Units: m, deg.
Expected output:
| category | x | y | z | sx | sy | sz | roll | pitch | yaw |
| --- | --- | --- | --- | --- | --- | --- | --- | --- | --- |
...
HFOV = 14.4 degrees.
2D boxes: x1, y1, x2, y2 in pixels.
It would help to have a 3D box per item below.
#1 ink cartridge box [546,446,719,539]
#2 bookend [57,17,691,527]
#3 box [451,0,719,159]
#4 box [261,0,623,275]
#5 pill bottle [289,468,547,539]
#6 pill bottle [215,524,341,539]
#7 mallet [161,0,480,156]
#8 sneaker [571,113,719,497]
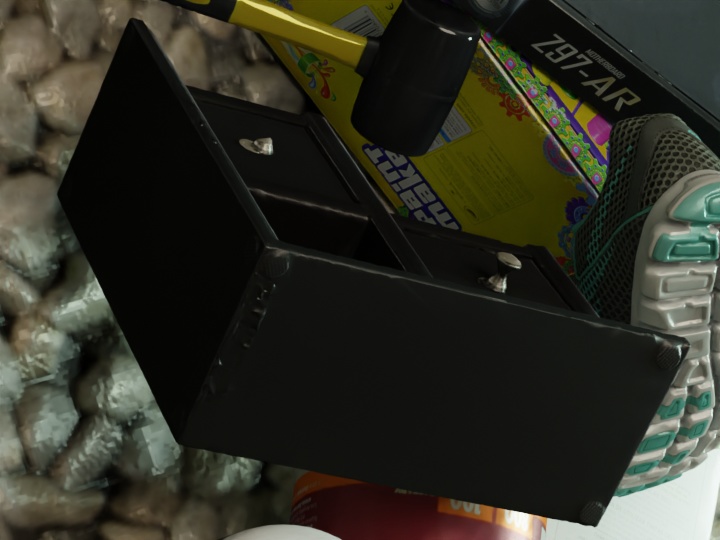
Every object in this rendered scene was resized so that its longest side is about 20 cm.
| category | x | y | z | sx | sy | sz | roll | pitch | yaw |
| --- | --- | --- | --- | --- | --- | --- | --- | --- | --- |
| ink cartridge box | 0.114 | 0.092 | 1.343 | 0.104 | 0.059 | 0.201 | 29 | 60 | -27 |
| bookend | 0.000 | 0.000 | 1.184 | 0.199 | 0.092 | 0.199 | 14 | 24 | -27 |
| box | 0.127 | -0.169 | 1.290 | 0.160 | 0.043 | 0.201 | 35 | 56 | -24 |
| box | 0.081 | -0.126 | 1.346 | 0.200 | 0.122 | 0.193 | 52 | 52 | -11 |
| pill bottle | 0.018 | 0.179 | 1.206 | 0.114 | 0.114 | 0.201 | 20 | 64 | -31 |
| pill bottle | -0.076 | 0.169 | 1.083 | 0.114 | 0.200 | 0.115 | 13 | 68 | -34 |
| mallet | -0.051 | -0.102 | 1.220 | 0.199 | 0.066 | 0.041 | 13 | 23 | -7 |
| sneaker | 0.125 | 0.015 | 1.238 | 0.077 | 0.201 | 0.091 | -6 | 45 | -22 |
